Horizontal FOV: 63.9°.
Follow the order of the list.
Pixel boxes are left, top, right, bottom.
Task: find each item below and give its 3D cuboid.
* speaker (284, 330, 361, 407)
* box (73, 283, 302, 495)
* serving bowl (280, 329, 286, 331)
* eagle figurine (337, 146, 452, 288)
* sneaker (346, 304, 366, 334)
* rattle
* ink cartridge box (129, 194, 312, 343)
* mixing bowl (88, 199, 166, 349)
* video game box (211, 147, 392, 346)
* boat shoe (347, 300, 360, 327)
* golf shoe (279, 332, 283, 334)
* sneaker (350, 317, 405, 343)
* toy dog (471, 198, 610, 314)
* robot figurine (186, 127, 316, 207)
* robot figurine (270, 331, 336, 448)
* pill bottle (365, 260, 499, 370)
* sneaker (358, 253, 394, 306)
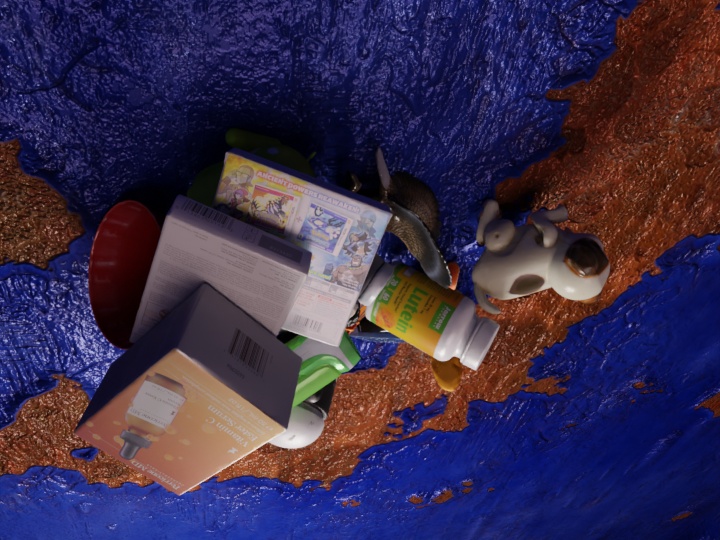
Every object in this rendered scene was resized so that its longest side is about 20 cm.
[{"bbox_3d":[-0.100,0.147,0.802,0.199,0.089,0.089,-34,135,-1],"label":"speaker"},{"bbox_3d":[-0.191,0.141,0.656,0.200,0.107,0.152,-37,116,27],"label":"box"},{"bbox_3d":[-0.110,0.045,0.814,0.198,0.066,0.200,-9,164,-3],"label":"serving bowl"},{"bbox_3d":[0.057,-0.076,0.855,0.198,0.153,0.151,19,171,-13],"label":"eagle figurine"},{"bbox_3d":[-0.032,0.115,1.034,0.077,0.113,0.200,29,121,-38],"label":"sneaker"},{"bbox_3d":[0.153,0.104,1.065,0.129,0.144,0.201,15,138,-3],"label":"rattle"},{"bbox_3d":[-0.165,0.031,0.668,0.160,0.050,0.201,23,127,-11],"label":"ink cartridge box"},{"bbox_3d":[-0.285,0.006,0.817,0.108,0.201,0.200,2,139,-51],"label":"mixing bowl"},{"bbox_3d":[-0.087,-0.024,0.688,0.198,0.047,0.183,20,110,-10],"label":"video game box"},{"bbox_3d":[-0.076,0.002,0.948,0.075,0.093,0.200,-37,105,27],"label":"boat shoe"},{"bbox_3d":[-0.153,0.036,0.958,0.094,0.078,0.200,-39,140,8],"label":"golf shoe"},{"bbox_3d":[0.067,0.090,1.061,0.198,0.079,0.070,-4,163,32],"label":"sneaker"},{"bbox_3d":[0.283,-0.017,0.903,0.198,0.194,0.140,8,138,33],"label":"toy dog"},{"bbox_3d":[-0.141,-0.096,0.764,0.198,0.177,0.115,-12,155,30],"label":"robot figurine"},{"bbox_3d":[-0.102,0.177,0.917,0.124,0.201,0.151,8,149,12],"label":"robot figurine"},{"bbox_3d":[0.117,0.076,0.936,0.199,0.111,0.112,28,135,17],"label":"pill bottle"},{"bbox_3d":[0.000,0.000,0.878,0.071,0.200,0.073,34,94,-9],"label":"sneaker"}]
